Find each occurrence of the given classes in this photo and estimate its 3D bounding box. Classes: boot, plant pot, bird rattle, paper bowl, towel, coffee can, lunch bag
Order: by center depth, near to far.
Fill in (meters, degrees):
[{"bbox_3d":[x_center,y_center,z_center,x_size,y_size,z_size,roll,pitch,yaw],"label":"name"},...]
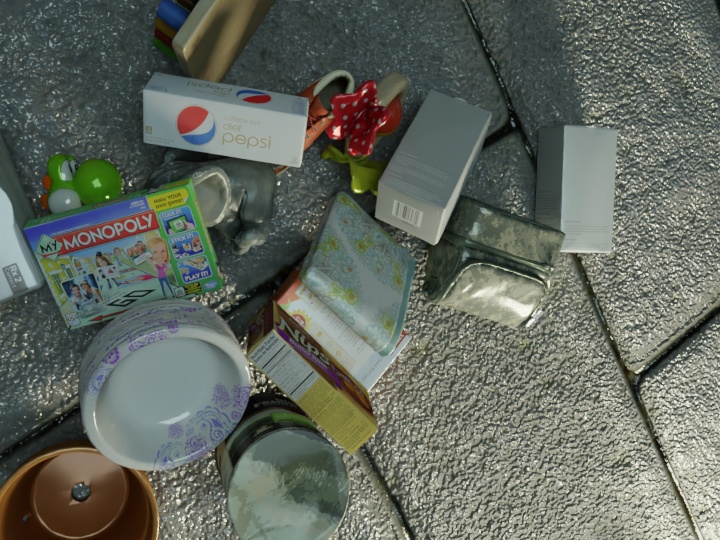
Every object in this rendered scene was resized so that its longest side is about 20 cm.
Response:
[{"bbox_3d":[-0.239,0.130,0.832,0.195,0.105,0.206,-14,124,-22],"label":"paper bowl"},{"bbox_3d":[-0.106,0.250,0.865,0.142,0.199,0.152,-1,92,-16],"label":"coffee can"},{"bbox_3d":[-0.361,0.305,0.873,0.194,0.140,0.207,-2,95,-20],"label":"plant pot"},{"bbox_3d":[0.010,-0.209,0.946,0.111,0.201,0.165,30,68,13],"label":"bird rattle"},{"bbox_3d":[-0.087,-0.206,0.956,0.200,0.107,0.075,-46,105,-9],"label":"boot"},{"bbox_3d":[0.000,0.000,0.977,0.170,0.048,0.203,40,38,-19],"label":"towel"},{"bbox_3d":[0.201,-0.010,1.063,0.195,0.139,0.172,15,99,-21],"label":"lunch bag"}]

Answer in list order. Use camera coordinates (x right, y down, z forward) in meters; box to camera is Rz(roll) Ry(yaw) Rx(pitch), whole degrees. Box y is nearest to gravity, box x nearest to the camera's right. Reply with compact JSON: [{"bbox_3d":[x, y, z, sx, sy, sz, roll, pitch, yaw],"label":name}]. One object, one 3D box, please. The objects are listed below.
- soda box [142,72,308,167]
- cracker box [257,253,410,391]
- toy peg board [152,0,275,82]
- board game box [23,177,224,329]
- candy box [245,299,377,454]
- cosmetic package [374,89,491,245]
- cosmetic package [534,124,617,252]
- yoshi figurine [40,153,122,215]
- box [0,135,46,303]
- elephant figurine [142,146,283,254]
[{"bbox_3d":[-0.163,-0.184,0.839,0.193,0.064,0.070,8,123,-6],"label":"soda box"},{"bbox_3d":[-0.038,0.083,1.019,0.200,0.058,0.134,45,80,-16],"label":"cracker box"},{"bbox_3d":[-0.195,-0.348,0.869,0.096,0.199,0.203,32,83,-3],"label":"toy peg board"},{"bbox_3d":[-0.276,-0.018,0.813,0.194,0.029,0.138,-15,116,-1],"label":"board game box"},{"bbox_3d":[-0.067,0.141,0.926,0.056,0.117,0.200,-41,106,6],"label":"candy box"},{"bbox_3d":[0.106,-0.154,0.988,0.104,0.091,0.202,24,57,12],"label":"cosmetic package"},{"bbox_3d":[0.356,-0.133,1.136,0.109,0.081,0.207,2,92,-20],"label":"cosmetic package"},{"bbox_3d":[-0.338,-0.055,0.880,0.110,0.111,0.206,-19,98,-29],"label":"yoshi figurine"},{"bbox_3d":[-0.493,-0.044,0.800,0.195,0.130,0.204,-22,100,-13],"label":"box"},{"bbox_3d":[-0.209,-0.100,0.867,0.197,0.139,0.160,16,74,-45],"label":"elephant figurine"}]
